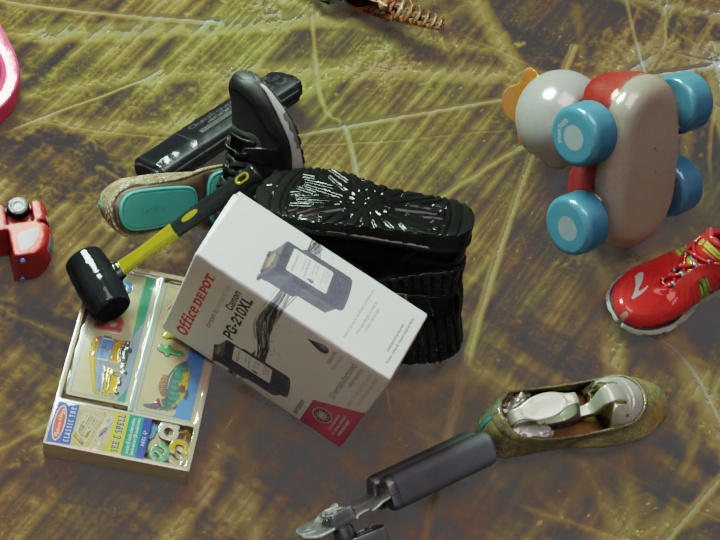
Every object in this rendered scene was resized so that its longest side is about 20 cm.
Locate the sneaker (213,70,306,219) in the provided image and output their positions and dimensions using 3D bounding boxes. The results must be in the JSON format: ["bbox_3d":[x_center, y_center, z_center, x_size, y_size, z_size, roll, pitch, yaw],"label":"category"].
[{"bbox_3d":[-0.100,-0.084,1.488,0.087,0.201,0.076,-28,31,-21],"label":"sneaker"}]

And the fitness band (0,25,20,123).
[{"bbox_3d":[-0.424,-0.214,1.605,0.143,0.038,0.201,-20,63,-26],"label":"fitness band"}]

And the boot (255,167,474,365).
[{"bbox_3d":[0.000,0.002,1.470,0.209,0.159,0.080,14,39,7],"label":"boot"}]

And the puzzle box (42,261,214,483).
[{"bbox_3d":[-0.201,0.088,1.448,0.132,0.025,0.201,11,55,-3],"label":"puzzle box"}]

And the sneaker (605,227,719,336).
[{"bbox_3d":[0.326,-0.005,1.579,0.199,0.085,0.077,-25,63,-25],"label":"sneaker"}]

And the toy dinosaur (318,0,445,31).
[{"bbox_3d":[0.014,-0.325,1.749,0.136,0.102,0.200,-43,91,-16],"label":"toy dinosaur"}]

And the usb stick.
[{"bbox_3d":[-0.142,-0.143,1.607,0.055,0.033,0.200,21,48,42],"label":"usb stick"}]

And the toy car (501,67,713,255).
[{"bbox_3d":[0.222,-0.131,1.629,0.183,0.178,0.199,-20,32,-37],"label":"toy car"}]

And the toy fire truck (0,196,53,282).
[{"bbox_3d":[-0.373,0.012,1.451,0.198,0.049,0.142,-8,59,-17],"label":"toy fire truck"}]

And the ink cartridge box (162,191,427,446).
[{"bbox_3d":[-0.062,0.045,1.413,0.199,0.145,0.085,33,55,0],"label":"ink cartridge box"}]

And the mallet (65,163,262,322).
[{"bbox_3d":[-0.181,-0.039,1.455,0.200,0.041,0.066,-42,66,-3],"label":"mallet"}]

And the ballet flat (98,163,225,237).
[{"bbox_3d":[-0.162,-0.071,1.532,0.199,0.071,0.065,-2,13,-37],"label":"ballet flat"}]

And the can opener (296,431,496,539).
[{"bbox_3d":[0.035,0.208,1.410,0.199,0.053,0.067,-22,95,-24],"label":"can opener"}]

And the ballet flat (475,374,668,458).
[{"bbox_3d":[0.203,0.129,1.476,0.198,0.071,0.071,-9,58,-17],"label":"ballet flat"}]
